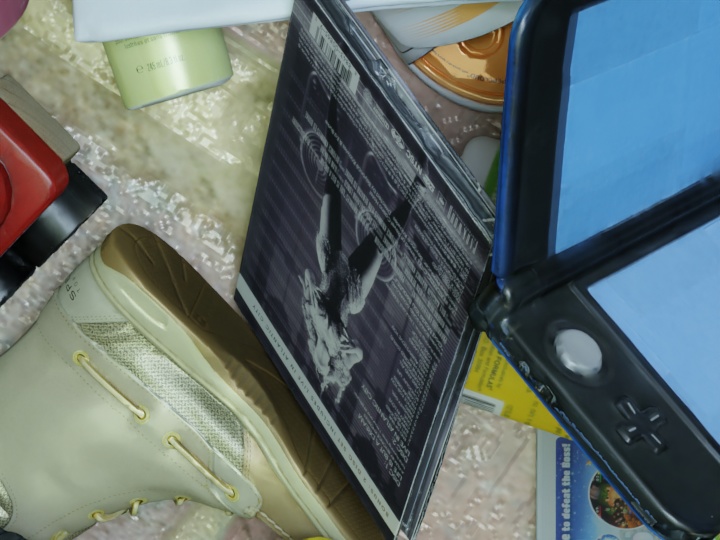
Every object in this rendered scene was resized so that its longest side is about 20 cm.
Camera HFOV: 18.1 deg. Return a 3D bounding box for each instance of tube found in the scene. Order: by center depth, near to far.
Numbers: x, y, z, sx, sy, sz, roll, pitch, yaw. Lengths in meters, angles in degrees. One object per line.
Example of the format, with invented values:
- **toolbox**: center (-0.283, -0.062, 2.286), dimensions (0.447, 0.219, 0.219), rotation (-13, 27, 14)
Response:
- **tube**: center (-0.108, -0.171, 0.973), dimensions (0.052, 0.058, 0.201), rotation (-7, 102, 54)

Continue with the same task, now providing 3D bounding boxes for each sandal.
- **sandal**: center (0.016, -0.151, 0.952), dimensions (0.079, 0.059, 0.207), rotation (-32, 99, 16)

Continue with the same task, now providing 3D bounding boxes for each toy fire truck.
- **toy fire truck**: center (-0.201, 0.020, 0.961), dimensions (0.176, 0.200, 0.129), rotation (-43, 96, 17)

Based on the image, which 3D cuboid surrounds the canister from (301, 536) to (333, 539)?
- **canister**: center (-0.052, 0.223, 1.014), dimensions (0.200, 0.086, 0.149), rotation (-39, 82, 38)

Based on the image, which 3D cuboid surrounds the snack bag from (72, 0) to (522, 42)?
- **snack bag**: center (-0.029, -0.195, 0.928), dimensions (0.198, 0.021, 0.190), rotation (-5, 85, 9)

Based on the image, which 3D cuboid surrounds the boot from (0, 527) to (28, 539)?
- **boot**: center (-0.214, 0.159, 1.034), dimensions (0.197, 0.074, 0.163), rotation (28, 151, -8)

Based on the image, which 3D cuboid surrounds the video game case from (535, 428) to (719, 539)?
- **video game case**: center (0.179, 0.127, 1.030), dimensions (0.198, 0.018, 0.144), rotation (1, 107, 8)

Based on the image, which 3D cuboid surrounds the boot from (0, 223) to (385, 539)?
- **boot**: center (-0.094, 0.098, 1.035), dimensions (0.155, 0.073, 0.200), rotation (-39, 100, 19)

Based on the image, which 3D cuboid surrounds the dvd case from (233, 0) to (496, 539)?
- **dvd case**: center (0.000, 0.000, 0.927), dimensions (0.149, 0.016, 0.201), rotation (55, 149, 30)

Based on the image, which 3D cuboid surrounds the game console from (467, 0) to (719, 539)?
- **game console**: center (0.142, -0.024, 0.831), dimensions (0.171, 0.199, 0.119), rotation (50, 135, 15)

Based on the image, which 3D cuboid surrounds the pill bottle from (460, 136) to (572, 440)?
- **pill bottle**: center (0.124, 0.025, 0.958), dimensions (0.199, 0.111, 0.112), rotation (18, 108, 4)

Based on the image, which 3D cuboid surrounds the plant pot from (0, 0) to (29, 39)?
- **plant pot**: center (-0.224, -0.171, 0.924), dimensions (0.199, 0.200, 0.180), rotation (-12, 120, 12)
